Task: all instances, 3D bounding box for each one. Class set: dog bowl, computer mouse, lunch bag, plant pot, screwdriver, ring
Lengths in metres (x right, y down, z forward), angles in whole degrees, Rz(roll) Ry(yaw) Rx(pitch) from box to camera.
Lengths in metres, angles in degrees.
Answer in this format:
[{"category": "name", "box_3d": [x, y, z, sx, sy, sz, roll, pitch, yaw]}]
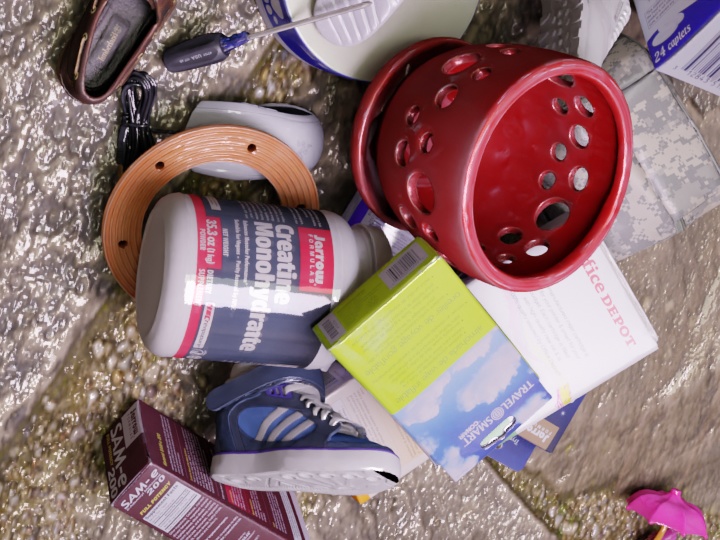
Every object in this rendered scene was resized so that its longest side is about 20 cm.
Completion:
[{"category": "dog bowl", "box_3d": [0.007, -0.270, 1.303, 0.199, 0.079, 0.201, -7, 109, -22]}, {"category": "computer mouse", "box_3d": [-0.119, -0.119, 1.311, 0.199, 0.044, 0.110, 0, 104, -24]}, {"category": "lunch bag", "box_3d": [0.231, -0.112, 1.416, 0.168, 0.139, 0.200, -35, 114, -1]}, {"category": "plant pot", "box_3d": [0.104, -0.104, 1.254, 0.200, 0.182, 0.201, -18, 121, -33]}, {"category": "screwdriver", "box_3d": [-0.082, -0.207, 1.249, 0.199, 0.028, 0.029, -17, 87, 22]}, {"category": "ring", "box_3d": [-0.134, -0.044, 1.314, 0.200, 0.019, 0.201, -11, 127, -15]}]

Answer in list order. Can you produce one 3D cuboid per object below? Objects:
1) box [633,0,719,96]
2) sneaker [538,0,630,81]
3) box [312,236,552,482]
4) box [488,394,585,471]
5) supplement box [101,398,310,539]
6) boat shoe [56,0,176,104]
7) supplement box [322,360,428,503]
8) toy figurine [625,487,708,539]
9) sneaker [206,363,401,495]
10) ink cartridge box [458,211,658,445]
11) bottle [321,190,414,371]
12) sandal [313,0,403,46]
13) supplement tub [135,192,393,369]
[{"category": "box", "box_3d": [0.359, -0.262, 1.385, 0.183, 0.200, 0.105, 17, 137, -28]}, {"category": "sneaker", "box_3d": [0.213, -0.232, 1.349, 0.080, 0.200, 0.076, 22, 140, -20]}, {"category": "box", "box_3d": [0.065, 0.079, 1.245, 0.122, 0.048, 0.200, -41, 125, 1]}, {"category": "box", "box_3d": [0.174, 0.096, 1.434, 0.121, 0.032, 0.200, 31, 90, -30]}, {"category": "supplement box", "box_3d": [-0.142, 0.213, 1.360, 0.200, 0.109, 0.061, 36, 103, -28]}, {"category": "boat shoe", "box_3d": [-0.189, -0.230, 1.233, 0.070, 0.070, 0.201, 24, 93, -25]}, {"category": "supplement box", "box_3d": [0.043, 0.116, 1.436, 0.200, 0.074, 0.126, -32, 116, -14]}, {"category": "toy figurine", "box_3d": [0.307, 0.329, 1.602, 0.184, 0.150, 0.200, -42, 140, -18]}, {"category": "sneaker", "box_3d": [-0.045, 0.119, 1.299, 0.081, 0.200, 0.147, 36, 56, -47]}, {"category": "ink cartridge box", "box_3d": [0.151, 0.055, 1.348, 0.200, 0.088, 0.146, -31, 95, 0]}, {"category": "bottle", "box_3d": [0.000, 0.000, 1.387, 0.083, 0.065, 0.200, 30, 92, -23]}, {"category": "sandal", "box_3d": [0.034, -0.282, 1.240, 0.079, 0.059, 0.207, 41, 108, -12]}, {"category": "supplement tub", "box_3d": [-0.085, 0.012, 1.262, 0.199, 0.140, 0.141, 6, 103, -20]}]
